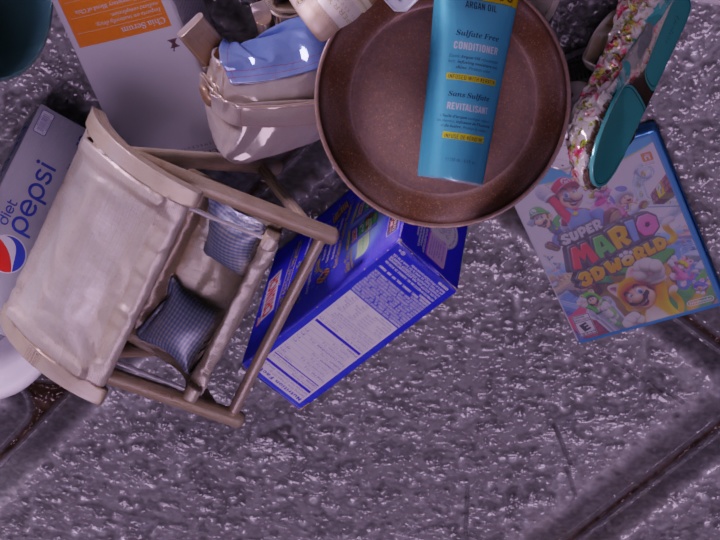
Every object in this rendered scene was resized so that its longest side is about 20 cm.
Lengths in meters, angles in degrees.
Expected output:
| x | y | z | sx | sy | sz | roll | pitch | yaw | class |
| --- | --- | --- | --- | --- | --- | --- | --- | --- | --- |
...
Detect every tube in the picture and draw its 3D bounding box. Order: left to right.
| x | y | z | sx | sy | sz | roll | pitch | yaw | class |
| --- | --- | --- | --- | --- | --- | --- | --- | --- | --- |
| 0.082 | -0.167 | 1.464 | 0.077 | 0.050 | 0.202 | 7 | 93 | -19 | tube |

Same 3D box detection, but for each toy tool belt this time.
| x | y | z | sx | sy | sz | roll | pitch | yaw | class |
| --- | --- | --- | --- | --- | --- | --- | --- | --- | --- |
| -0.041 | -0.174 | 1.572 | 0.198 | 0.125 | 0.124 | -19 | 110 | -9 | toy tool belt |

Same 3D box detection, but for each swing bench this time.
| x | y | z | sx | sy | sz | roll | pitch | yaw | class |
| --- | --- | --- | --- | --- | --- | --- | --- | --- | --- |
| -0.160 | 0.002 | 1.579 | 0.199 | 0.130 | 0.200 | 12 | 114 | -36 | swing bench |

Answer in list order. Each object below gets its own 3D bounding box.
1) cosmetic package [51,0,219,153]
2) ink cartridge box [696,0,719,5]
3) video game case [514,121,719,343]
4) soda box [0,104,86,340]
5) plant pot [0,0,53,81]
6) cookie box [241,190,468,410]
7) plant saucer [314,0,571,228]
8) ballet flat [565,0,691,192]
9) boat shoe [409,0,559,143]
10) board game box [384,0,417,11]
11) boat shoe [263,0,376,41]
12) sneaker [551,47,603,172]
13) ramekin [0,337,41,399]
| x | y | z | sx | sy | sz | roll | pitch | yaw | class |
| --- | --- | --- | --- | --- | --- | --- | --- | --- | --- |
| -0.175 | -0.183 | 1.618 | 0.101 | 0.072 | 0.201 | -12 | 126 | 15 | cosmetic package |
| 0.257 | -0.313 | 1.389 | 0.144 | 0.148 | 0.201 | 4 | 131 | -27 | ink cartridge box |
| 0.226 | -0.030 | 1.719 | 0.142 | 0.018 | 0.201 | -16 | 124 | 19 | video game case |
| -0.297 | -0.037 | 1.663 | 0.063 | 0.201 | 0.068 | 28 | 159 | -15 | soda box |
| -0.369 | -0.230 | 1.535 | 0.160 | 0.201 | 0.201 | -12 | 126 | 29 | plant pot |
| 0.000 | 0.000 | 1.675 | 0.075 | 0.172 | 0.200 | 40 | 123 | -19 | cookie box |
| 0.064 | -0.134 | 1.510 | 0.198 | 0.037 | 0.202 | 0 | 91 | 2 | plant saucer |
| 0.200 | -0.149 | 1.537 | 0.064 | 0.201 | 0.076 | 15 | 153 | 32 | ballet flat |
| 0.101 | -0.186 | 1.557 | 0.071 | 0.060 | 0.201 | 29 | 92 | -2 | boat shoe |
| 0.034 | -0.332 | 1.445 | 0.200 | 0.026 | 0.200 | -44 | 108 | 5 | board game box |
| -0.055 | -0.231 | 1.488 | 0.065 | 0.200 | 0.072 | -46 | 128 | 1 | boat shoe |
| 0.143 | -0.117 | 1.627 | 0.198 | 0.078 | 0.100 | -11 | 128 | 16 | sneaker |
| -0.369 | 0.016 | 1.779 | 0.198 | 0.098 | 0.202 | 3 | 128 | 4 | ramekin |
